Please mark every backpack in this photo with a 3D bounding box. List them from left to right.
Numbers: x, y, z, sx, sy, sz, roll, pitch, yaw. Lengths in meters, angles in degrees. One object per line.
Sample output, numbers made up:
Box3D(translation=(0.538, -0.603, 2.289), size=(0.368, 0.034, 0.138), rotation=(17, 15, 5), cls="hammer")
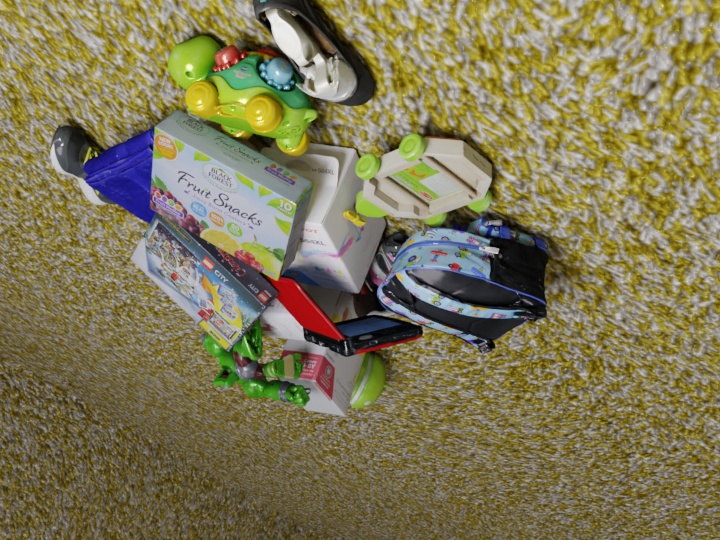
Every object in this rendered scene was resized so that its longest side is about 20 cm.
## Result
Box3D(translation=(0.130, 0.008, 1.158), size=(0.199, 0.135, 0.183), rotation=(16, 153, -14), cls="backpack")

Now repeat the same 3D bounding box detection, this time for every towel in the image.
Box3D(translation=(-0.296, -0.123, 1.234), size=(0.199, 0.050, 0.148), rotation=(-10, 138, 45), cls="towel")

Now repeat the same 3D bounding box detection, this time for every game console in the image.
Box3D(translation=(-0.031, 0.046, 1.211), size=(0.171, 0.119, 0.200), rotation=(-12, -173, -19), cls="game console")

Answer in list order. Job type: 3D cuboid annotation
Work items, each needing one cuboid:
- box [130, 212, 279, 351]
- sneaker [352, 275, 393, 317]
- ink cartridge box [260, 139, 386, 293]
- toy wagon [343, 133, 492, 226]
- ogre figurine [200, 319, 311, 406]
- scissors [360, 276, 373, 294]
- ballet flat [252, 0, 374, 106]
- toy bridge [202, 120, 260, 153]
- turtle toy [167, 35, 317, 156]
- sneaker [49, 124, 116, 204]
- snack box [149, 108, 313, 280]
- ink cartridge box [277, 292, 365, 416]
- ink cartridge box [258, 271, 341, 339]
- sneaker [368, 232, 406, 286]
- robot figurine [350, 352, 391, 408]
Box3D(translation=(-0.224, 0.007, 1.231), size=(0.200, 0.038, 0.137), rotation=(44, 134, -1), cls="box")
Box3D(translation=(0.047, 0.046, 1.399), size=(0.084, 0.073, 0.200), rotation=(-1, -179, -20), cls="sneaker")
Box3D(translation=(-0.064, -0.080, 1.188), size=(0.128, 0.126, 0.200), rotation=(10, 152, 24), cls="ink cartridge box")
Box3D(translation=(0.062, -0.105, 1.084), size=(0.199, 0.040, 0.155), rotation=(-18, 147, 37), cls="toy wagon")
Box3D(translation=(-0.176, 0.139, 1.364), size=(0.120, 0.099, 0.200), rotation=(-17, 139, 44), cls="ogre figurine")
Box3D(translation=(0.000, 0.000, 1.298), size=(0.014, 0.074, 0.200), rotation=(-13, 179, -2), cls="scissors")
Box3D(translation=(-0.054, -0.232, 0.942), size=(0.068, 0.069, 0.200), rotation=(-21, 136, 28), cls="ballet flat")
Box3D(translation=(-0.155, -0.128, 1.199), size=(0.027, 0.067, 0.201), rotation=(28, 141, 58), cls="toy bridge")
Box3D(translation=(-0.140, -0.212, 1.017), size=(0.199, 0.102, 0.146), rotation=(17, 178, 14), cls="turtle toy")
Box3D(translation=(-0.415, -0.167, 1.374), size=(0.084, 0.075, 0.200), rotation=(8, 161, 14), cls="sneaker")
Box3D(translation=(-0.165, -0.093, 1.080), size=(0.199, 0.053, 0.143), rotation=(28, 136, 9), cls="snack box")
Box3D(translation=(-0.055, 0.128, 1.499), size=(0.083, 0.201, 0.145), rotation=(4, 149, 27), cls="ink cartridge box")
Box3D(translation=(-0.135, 0.028, 1.414), size=(0.199, 0.146, 0.083), rotation=(3, 150, 36), cls="ink cartridge box")
Box3D(translation=(0.111, 0.007, 1.282), size=(0.199, 0.081, 0.086), rotation=(18, 135, -14), cls="sneaker")
Box3D(translation=(-0.037, 0.198, 1.716), size=(0.199, 0.116, 0.175), rotation=(24, 164, -7), cls="robot figurine")
